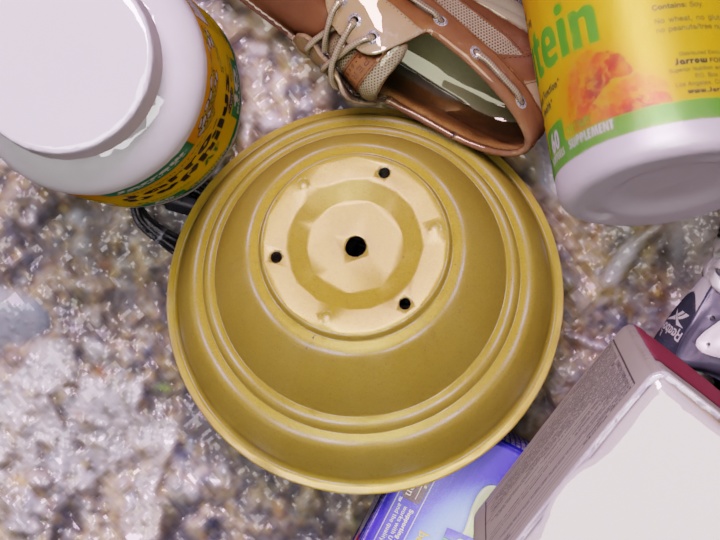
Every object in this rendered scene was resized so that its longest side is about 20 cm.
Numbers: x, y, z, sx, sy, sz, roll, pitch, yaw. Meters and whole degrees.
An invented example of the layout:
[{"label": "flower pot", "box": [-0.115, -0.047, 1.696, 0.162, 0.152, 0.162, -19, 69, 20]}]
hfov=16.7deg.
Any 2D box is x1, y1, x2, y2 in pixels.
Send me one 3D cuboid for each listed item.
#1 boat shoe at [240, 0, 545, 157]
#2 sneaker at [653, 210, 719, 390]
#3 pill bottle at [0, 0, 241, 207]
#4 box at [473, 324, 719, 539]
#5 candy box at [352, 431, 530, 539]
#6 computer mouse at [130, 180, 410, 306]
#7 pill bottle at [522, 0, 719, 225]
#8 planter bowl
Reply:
[{"label": "boat shoe", "box": [0.011, -0.120, 1.193, 0.199, 0.074, 0.076, 24, 137, -6]}, {"label": "sneaker", "box": [0.183, -0.003, 1.216, 0.129, 0.080, 0.200, -26, 98, 4]}, {"label": "pill bottle", "box": [-0.121, -0.090, 1.149, 0.112, 0.200, 0.114, 0, 88, 5]}, {"label": "box", "box": [0.129, 0.113, 1.101, 0.109, 0.200, 0.128, 38, 96, -1]}, {"label": "candy box", "box": [0.085, 0.183, 1.247, 0.199, 0.077, 0.170, 28, 96, 0]}, {"label": "computer mouse", "box": [-0.021, -0.016, 1.246, 0.198, 0.034, 0.059, 9, 99, 2]}, {"label": "pill bottle", "box": [0.131, -0.132, 1.163, 0.110, 0.111, 0.202, -10, 73, 4]}, {"label": "planter bowl", "box": [0.000, 0.000, 1.182, 0.199, 0.084, 0.202, -1, 71, 3]}]
